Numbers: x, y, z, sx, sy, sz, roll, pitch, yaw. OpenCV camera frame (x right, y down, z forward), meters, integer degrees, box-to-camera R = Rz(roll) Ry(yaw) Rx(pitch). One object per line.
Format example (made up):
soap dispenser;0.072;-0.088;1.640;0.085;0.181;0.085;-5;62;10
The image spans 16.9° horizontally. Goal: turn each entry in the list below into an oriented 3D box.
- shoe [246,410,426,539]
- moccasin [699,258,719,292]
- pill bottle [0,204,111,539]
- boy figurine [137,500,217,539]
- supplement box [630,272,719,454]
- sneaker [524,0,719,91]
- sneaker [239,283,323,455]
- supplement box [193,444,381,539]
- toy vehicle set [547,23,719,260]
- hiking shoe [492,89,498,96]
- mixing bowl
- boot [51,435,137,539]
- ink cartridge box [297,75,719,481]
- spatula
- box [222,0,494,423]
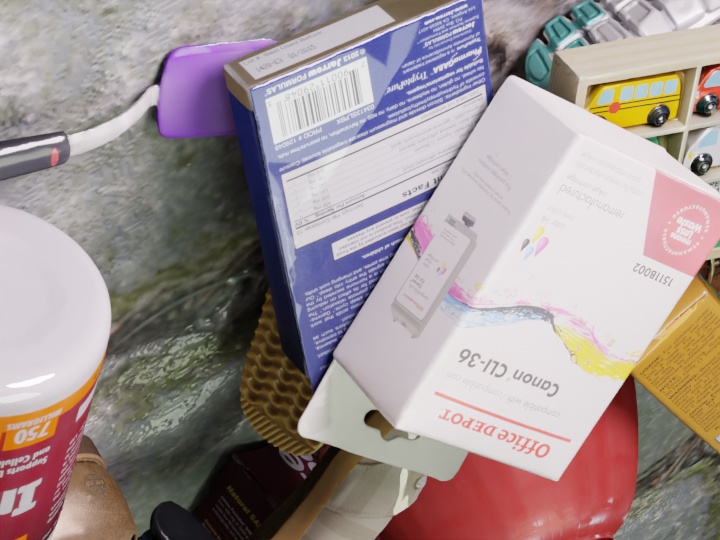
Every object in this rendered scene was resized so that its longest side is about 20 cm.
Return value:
shoe;0.001;0.117;1.301;0.200;0.053;0.070;-49;-176;24
moccasin;0.157;-0.011;1.408;0.201;0.074;0.078;-17;157;-16
pill bottle;-0.182;0.073;1.088;0.113;0.113;0.200;-19;148;-31
boy figurine;-0.165;0.206;1.328;0.200;0.064;0.124;-37;-161;28
supplement box;0.193;0.047;1.387;0.069;0.067;0.200;-43;145;9
sneaker;0.182;-0.117;1.236;0.200;0.078;0.091;-27;124;-3
sneaker;0.000;0.000;1.250;0.090;0.075;0.200;-39;160;-53
supplement box;-0.068;0.206;1.432;0.061;0.109;0.200;-13;145;-47
toy vehicle set;0.179;-0.063;1.209;0.200;0.027;0.124;-11;128;-23
hiking shoe;0.078;-0.049;1.266;0.101;0.076;0.200;-40;162;-19
mixing bowl;0.085;0.125;1.426;0.200;0.108;0.200;-20;166;-5
boot;-0.206;0.153;1.227;0.200;0.075;0.074;-23;150;-23
ink cartridge box;0.071;0.023;1.137;0.116;0.067;0.200;21;107;-39
spatula;-0.117;-0.062;1.055;0.200;0.021;0.057;-19;142;-29
box;0.010;-0.030;1.130;0.121;0.032;0.200;-24;129;-18
